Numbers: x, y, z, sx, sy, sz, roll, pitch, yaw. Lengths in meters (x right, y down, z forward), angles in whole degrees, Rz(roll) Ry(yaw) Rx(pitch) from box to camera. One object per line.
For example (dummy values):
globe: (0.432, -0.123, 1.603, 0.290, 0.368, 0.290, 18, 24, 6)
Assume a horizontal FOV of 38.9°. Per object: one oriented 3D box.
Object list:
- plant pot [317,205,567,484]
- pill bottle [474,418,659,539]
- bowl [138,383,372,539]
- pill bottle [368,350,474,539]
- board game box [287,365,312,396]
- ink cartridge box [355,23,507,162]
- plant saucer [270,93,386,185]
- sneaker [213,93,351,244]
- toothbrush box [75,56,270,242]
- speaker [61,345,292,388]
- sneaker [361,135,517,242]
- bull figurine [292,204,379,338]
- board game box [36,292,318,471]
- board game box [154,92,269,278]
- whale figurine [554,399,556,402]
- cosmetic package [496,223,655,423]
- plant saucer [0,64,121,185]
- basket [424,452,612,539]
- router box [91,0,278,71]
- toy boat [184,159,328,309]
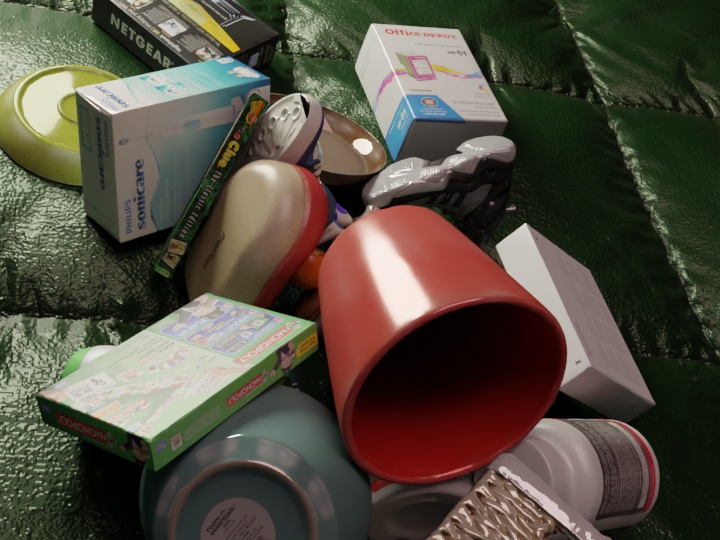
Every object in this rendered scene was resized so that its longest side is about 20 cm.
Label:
plant pot: (0.053, 0.051, 0.882, 0.197, 0.203, 0.178, 0, 35, -22)
pill bottle: (0.193, 0.195, 0.957, 0.199, 0.111, 0.111, 10, 39, -51)
bowl: (-0.087, 0.197, 0.813, 0.198, 0.204, 0.105, 22, 1, -2)
pill bottle: (0.043, 0.151, 0.983, 0.112, 0.115, 0.202, 6, 47, -17)
board game box: (-0.099, 0.159, 0.977, 0.133, 0.028, 0.202, -6, 51, -28)
ink cartridge box: (0.092, -0.242, 1.393, 0.142, 0.085, 0.202, -2, 48, -23)
plant saucer: (-0.064, -0.158, 1.258, 0.197, 0.032, 0.201, 19, 28, -10)
sneaker: (-0.056, -0.097, 1.108, 0.145, 0.200, 0.081, 15, 44, -34)
toothbrush box: (-0.201, -0.136, 1.117, 0.198, 0.148, 0.085, -23, 40, -36)
speaker: (-0.164, 0.119, 0.915, 0.196, 0.089, 0.089, 6, 44, 9)
sneaker: (0.103, -0.082, 1.238, 0.197, 0.115, 0.076, -19, 27, -10)
bull figurine: (0.000, 0.000, 1.122, 0.065, 0.120, 0.201, 52, 48, -23)
board game box: (-0.146, 0.083, 0.845, 0.133, 0.030, 0.199, 14, 31, 34)
board game box: (-0.155, -0.089, 1.053, 0.023, 0.202, 0.105, 30, 1, -14)
whale figurine: (0.134, 0.073, 1.122, 0.200, 0.103, 0.159, 48, 23, -8)
cosmetic package: (0.240, 0.060, 1.149, 0.150, 0.051, 0.202, 32, 31, -44)
plant saucer: (-0.328, -0.181, 1.199, 0.197, 0.031, 0.202, 12, 45, -12)
basket: (0.117, 0.297, 0.818, 0.198, 0.201, 0.160, 40, 48, 17)
router box: (-0.232, -0.325, 1.357, 0.199, 0.053, 0.157, 40, 47, 15)
toy boat: (-0.087, -0.014, 1.035, 0.129, 0.201, 0.132, 10, 44, -33)
